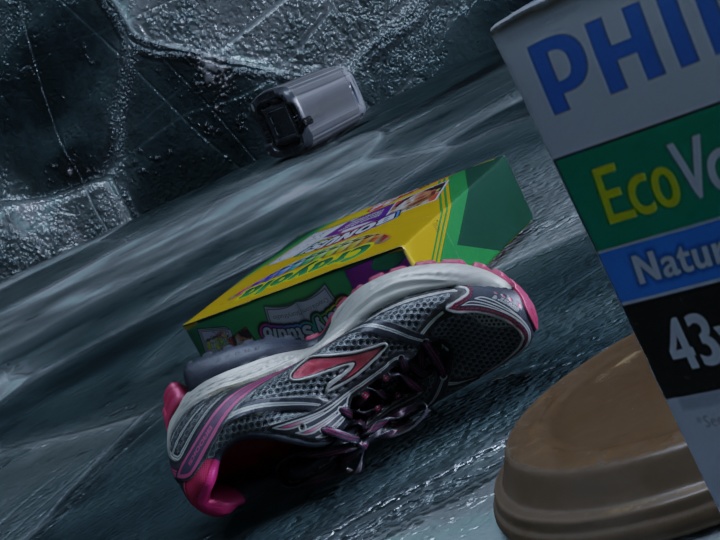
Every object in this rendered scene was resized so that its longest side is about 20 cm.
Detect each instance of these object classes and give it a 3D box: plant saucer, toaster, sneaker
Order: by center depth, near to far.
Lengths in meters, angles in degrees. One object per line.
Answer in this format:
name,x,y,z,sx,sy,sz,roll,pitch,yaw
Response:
plant saucer,0.138,0.047,0.673,0.199,0.030,0.200,-25,9,4
sneaker,-0.002,0.064,0.866,0.199,0.081,0.075,-26,37,8
toaster,-0.081,-0.256,2.750,0.129,0.114,0.200,-28,7,-25

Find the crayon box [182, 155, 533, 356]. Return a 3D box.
crayon box,0.000,0.000,1.230,0.199,0.058,0.172,-20,11,35

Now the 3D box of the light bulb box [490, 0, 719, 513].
light bulb box,0.163,-0.016,0.400,0.125,0.201,0.198,-18,12,43
